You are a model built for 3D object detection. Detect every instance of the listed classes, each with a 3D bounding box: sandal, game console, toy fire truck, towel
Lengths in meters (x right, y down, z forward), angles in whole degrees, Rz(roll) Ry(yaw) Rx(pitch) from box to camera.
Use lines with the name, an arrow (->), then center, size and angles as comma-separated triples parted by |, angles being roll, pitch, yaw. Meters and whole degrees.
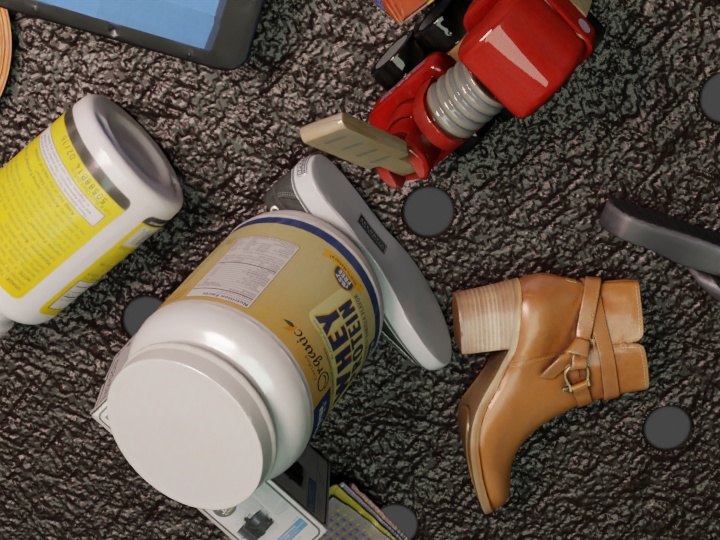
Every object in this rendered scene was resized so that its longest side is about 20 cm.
sandal -> 0.279, -0.002, 1.094 | 0.198, 0.076, 0.043 | 21, 107, 4
game console -> -0.150, -0.223, 0.926 | 0.197, 0.171, 0.120 | 14, 87, -11
toy fire truck -> 0.059, -0.125, 0.962 | 0.129, 0.201, 0.176 | 42, 129, -15
towel -> -0.005, 0.283, 1.205 | 0.143, 0.023, 0.200 | -39, 110, 11

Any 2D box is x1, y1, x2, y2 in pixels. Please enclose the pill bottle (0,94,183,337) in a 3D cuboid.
pill bottle -> -0.240, -0.030, 1.059 | 0.199, 0.111, 0.112 | -38, 105, 11

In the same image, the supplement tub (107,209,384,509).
supplement tub -> -0.080, 0.062, 1.008 | 0.143, 0.200, 0.146 | 13, 125, 19

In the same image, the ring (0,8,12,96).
ring -> -0.361, -0.182, 1.057 | 0.197, 0.019, 0.203 | 0, 110, 0

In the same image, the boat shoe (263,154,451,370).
boat shoe -> 0.000, 0.000, 1.100 | 0.056, 0.069, 0.201 | -28, 106, 28

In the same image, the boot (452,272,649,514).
boot -> 0.156, 0.101, 1.127 | 0.152, 0.074, 0.203 | -5, 112, -3

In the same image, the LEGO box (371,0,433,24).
LEGO box -> 0.059, -0.293, 0.950 | 0.199, 0.077, 0.149 | -36, 122, 0

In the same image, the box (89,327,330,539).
box -> -0.114, 0.136, 1.114 | 0.060, 0.117, 0.200 | -43, 103, 14
